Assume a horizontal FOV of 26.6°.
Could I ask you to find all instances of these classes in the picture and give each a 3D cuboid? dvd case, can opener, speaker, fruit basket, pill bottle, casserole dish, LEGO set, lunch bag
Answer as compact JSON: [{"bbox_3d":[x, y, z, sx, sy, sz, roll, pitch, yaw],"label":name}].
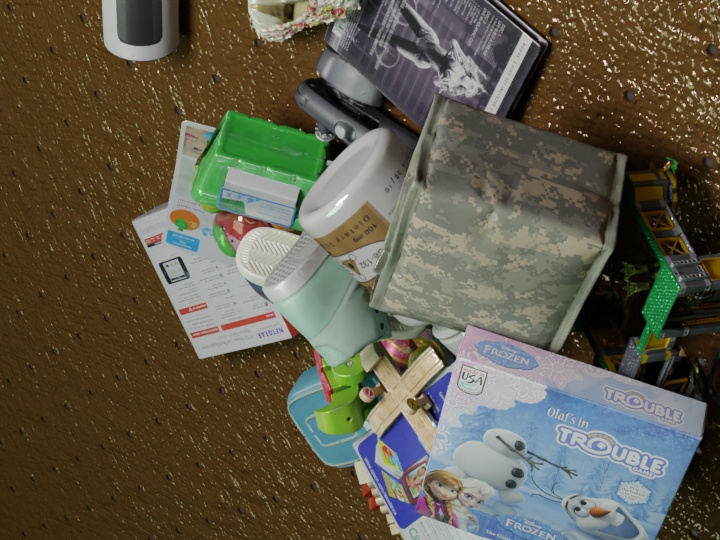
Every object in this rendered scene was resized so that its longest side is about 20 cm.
[{"bbox_3d":[0.061,-0.199,1.322,0.200,0.016,0.150,44,135,20],"label":"dvd case"},{"bbox_3d":[0.020,-0.122,1.395,0.200,0.063,0.079,43,140,20],"label":"can opener"},{"bbox_3d":[-0.221,-0.317,1.522,0.081,0.081,0.202,33,136,30],"label":"speaker"},{"bbox_3d":[-0.103,-0.057,1.514,0.183,0.094,0.201,16,136,-4],"label":"fruit basket"},{"bbox_3d":[0.051,-0.017,1.327,0.200,0.115,0.114,43,146,-16],"label":"pill bottle"},{"bbox_3d":[-0.020,0.159,1.638,0.122,0.039,0.200,55,151,-4],"label":"casserole dish"},{"bbox_3d":[0.257,0.014,1.212,0.154,0.114,0.202,-117,28,-47],"label":"LEGO set"},{"bbox_3d":[0.102,-0.019,1.198,0.162,0.119,0.201,17,141,-2],"label":"lunch bag"}]

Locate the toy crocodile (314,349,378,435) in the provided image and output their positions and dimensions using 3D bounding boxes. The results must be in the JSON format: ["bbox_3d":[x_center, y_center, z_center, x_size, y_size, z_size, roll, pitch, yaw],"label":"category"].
[{"bbox_3d":[-0.022,0.089,1.522,0.201,0.061,0.068,-101,-1,-50],"label":"toy crocodile"}]

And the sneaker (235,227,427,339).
[{"bbox_3d":[-0.023,0.019,1.473,0.198,0.076,0.085,23,162,12],"label":"sneaker"}]

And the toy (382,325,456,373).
[{"bbox_3d":[0.052,0.080,1.514,0.114,0.047,0.202,25,132,39],"label":"toy"}]

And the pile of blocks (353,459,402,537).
[{"bbox_3d":[0.043,0.234,1.579,0.061,0.083,0.201,-17,122,19],"label":"pile of blocks"}]

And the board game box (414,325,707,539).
[{"bbox_3d":[0.157,0.156,1.239,0.197,0.044,0.201,18,132,7],"label":"board game box"}]

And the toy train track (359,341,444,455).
[{"bbox_3d":[0.055,0.150,1.401,0.201,0.032,0.115,54,128,20],"label":"toy train track"}]

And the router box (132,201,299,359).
[{"bbox_3d":[-0.153,-0.002,1.690,0.199,0.049,0.181,-14,104,52],"label":"router box"}]

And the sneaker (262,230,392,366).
[{"bbox_3d":[0.000,0.000,1.409,0.073,0.201,0.119,-13,119,48],"label":"sneaker"}]

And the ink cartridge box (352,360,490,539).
[{"bbox_3d":[0.105,0.197,1.415,0.200,0.047,0.199,-41,70,37],"label":"ink cartridge box"}]

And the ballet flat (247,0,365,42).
[{"bbox_3d":[-0.064,-0.252,1.378,0.199,0.063,0.077,-7,84,59],"label":"ballet flat"}]
